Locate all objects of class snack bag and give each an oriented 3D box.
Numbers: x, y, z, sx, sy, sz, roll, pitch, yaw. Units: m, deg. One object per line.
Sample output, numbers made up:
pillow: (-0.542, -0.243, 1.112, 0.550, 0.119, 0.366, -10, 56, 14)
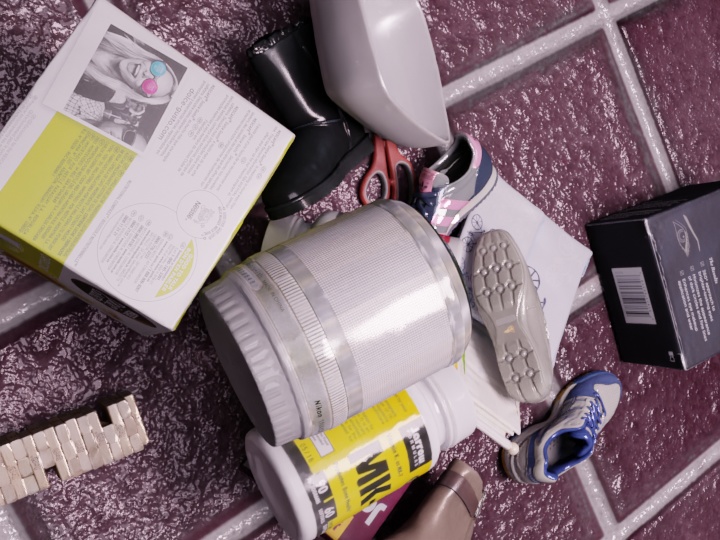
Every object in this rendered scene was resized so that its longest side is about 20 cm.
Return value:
snack bag: (0.194, 0.002, 1.071, 0.200, 0.021, 0.189, 36, 63, -21)

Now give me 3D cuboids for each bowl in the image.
bowl: (0.014, -0.230, 0.921, 0.200, 0.074, 0.201, 21, 56, -62)

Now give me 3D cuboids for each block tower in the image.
block tower: (-0.303, 0.174, 0.826, 0.199, 0.054, 0.058, -21, 97, -25)

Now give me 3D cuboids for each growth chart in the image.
growth chart: (0.135, 0.113, 0.996, 0.145, 0.018, 0.200, 42, 30, -15)

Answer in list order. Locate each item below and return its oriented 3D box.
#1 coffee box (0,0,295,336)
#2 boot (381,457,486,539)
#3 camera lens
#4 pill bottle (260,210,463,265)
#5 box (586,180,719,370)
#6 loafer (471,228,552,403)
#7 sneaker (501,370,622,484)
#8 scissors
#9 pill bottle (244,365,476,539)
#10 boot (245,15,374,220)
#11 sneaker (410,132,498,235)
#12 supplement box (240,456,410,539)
coffee box: (-0.210, -0.074, 0.786, 0.197, 0.200, 0.200, 33, 75, -15)
boot: (0.077, 0.273, 0.957, 0.146, 0.070, 0.200, -57, 154, -13)
camera lens: (-0.018, 0.041, 0.755, 0.199, 0.160, 0.160, -25, 100, -18)
pill bottle: (0.000, 0.000, 0.912, 0.199, 0.111, 0.111, 13, 82, 6)
box: (0.427, 0.001, 1.150, 0.199, 0.117, 0.197, -20, 97, -24)
loafer: (0.174, 0.052, 1.002, 0.070, 0.070, 0.201, 19, 59, -64)
sneaker: (0.270, 0.199, 1.087, 0.200, 0.088, 0.075, -38, 103, -23)
scissors: (0.029, -0.162, 1.018, 0.073, 0.014, 0.201, -2, 89, -24)
pill bottle: (0.003, 0.158, 0.829, 0.200, 0.114, 0.115, -25, 100, -23)
boot: (-0.068, -0.162, 0.908, 0.198, 0.073, 0.163, -49, 119, -47)
sneaker: (0.073, -0.070, 0.989, 0.200, 0.070, 0.082, -53, 138, -15)
supplement box: (-0.009, 0.178, 0.942, 0.131, 0.103, 0.200, 44, 72, -19)
